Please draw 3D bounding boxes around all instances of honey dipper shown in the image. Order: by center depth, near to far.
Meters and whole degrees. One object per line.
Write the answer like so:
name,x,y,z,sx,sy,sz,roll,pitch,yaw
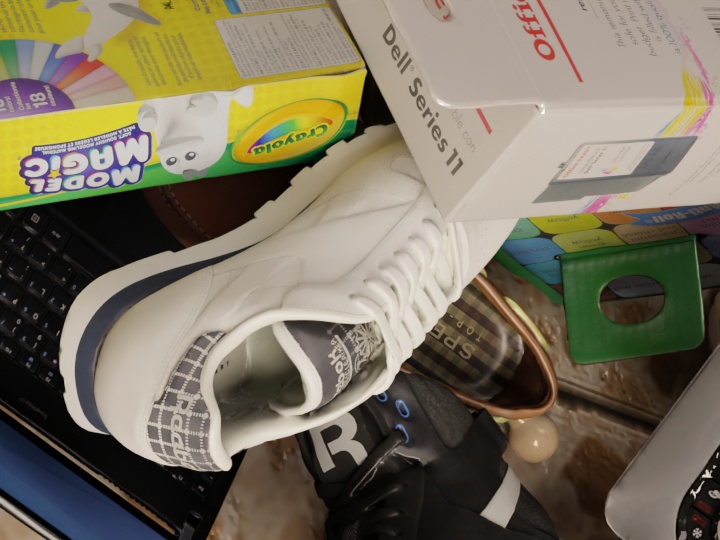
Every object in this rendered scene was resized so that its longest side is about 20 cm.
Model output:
honey dipper,0.028,0.002,0.893,0.038,0.038,0.200,-45,106,-38

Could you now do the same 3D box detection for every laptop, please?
laptop,-0.089,0.024,0.749,0.177,0.103,0.201,40,55,-22

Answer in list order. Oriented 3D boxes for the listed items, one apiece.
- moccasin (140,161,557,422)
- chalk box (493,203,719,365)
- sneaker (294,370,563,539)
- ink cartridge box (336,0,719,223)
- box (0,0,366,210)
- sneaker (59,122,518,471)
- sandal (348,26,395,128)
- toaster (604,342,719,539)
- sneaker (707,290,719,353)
moccasin,-0.001,0.001,0.811,0.201,0.078,0.074,42,84,-29
chalk box,0.115,-0.062,0.902,0.124,0.124,0.201,35,52,-53
sneaker,-0.001,0.098,0.739,0.112,0.073,0.200,58,27,5
ink cartridge box,0.067,-0.084,0.740,0.199,0.067,0.118,-4,58,-38
box,-0.111,-0.077,0.740,0.199,0.049,0.118,-8,46,-21
sneaker,-0.004,0.010,0.713,0.200,0.080,0.077,-33,121,-31
sandal,0.025,-0.132,0.806,0.080,0.200,0.054,-18,59,-21
toaster,0.213,0.104,0.780,0.181,0.119,0.200,38,10,24
sneaker,0.249,0.018,1.031,0.199,0.082,0.075,-18,87,-40
